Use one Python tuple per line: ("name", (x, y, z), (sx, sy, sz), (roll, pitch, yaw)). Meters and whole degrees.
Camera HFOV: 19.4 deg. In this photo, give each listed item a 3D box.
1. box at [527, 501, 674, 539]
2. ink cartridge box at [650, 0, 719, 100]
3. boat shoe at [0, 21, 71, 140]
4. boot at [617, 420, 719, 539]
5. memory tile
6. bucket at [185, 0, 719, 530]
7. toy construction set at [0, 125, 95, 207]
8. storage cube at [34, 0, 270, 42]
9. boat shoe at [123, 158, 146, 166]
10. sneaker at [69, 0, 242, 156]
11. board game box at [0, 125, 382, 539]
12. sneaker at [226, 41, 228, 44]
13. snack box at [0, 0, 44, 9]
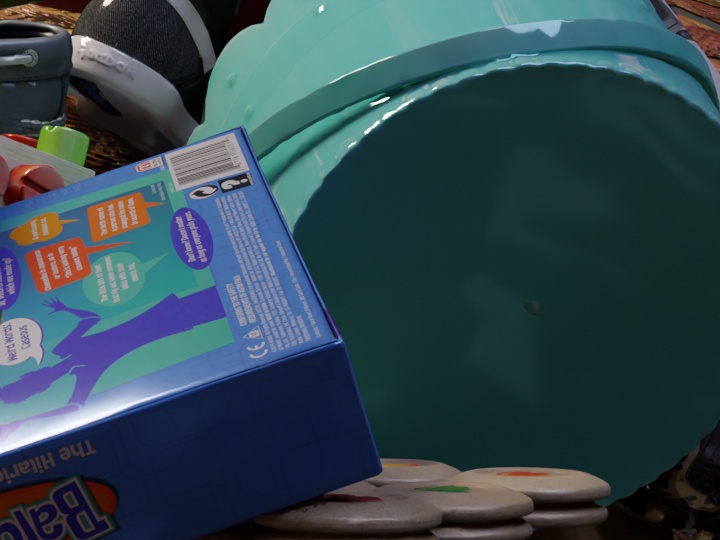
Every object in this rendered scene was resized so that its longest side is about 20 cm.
("box", (0.044, 0.093, 0.792), (0.163, 0.021, 0.200), (21, 19, -4))
("ink cartridge box", (0.087, -0.084, 1.036), (0.200, 0.145, 0.084), (56, 28, 13))
("boat shoe", (-0.213, -0.097, 0.848), (0.200, 0.062, 0.073), (17, 19, -17))
("boot", (0.176, 0.104, 0.794), (0.151, 0.073, 0.200), (31, 12, -16))
("memory tile", (-0.038, 0.066, 0.628), (0.200, 0.017, 0.153), (0, -1, 33))
("bucket", (0.043, -0.017, 0.752), (0.207, 0.207, 0.135), (16, 21, -20))
("toy construction set", (-0.124, -0.025, 0.700), (0.200, 0.092, 0.131), (38, -24, -34))
("storage cube", (-0.105, -0.237, 1.049), (0.180, 0.171, 0.200), (11, 60, 9))
("boat shoe", (-0.017, -0.020, 0.974), (0.200, 0.060, 0.074), (20, 20, -6))
("sneaker", (-0.081, -0.113, 0.986), (0.073, 0.112, 0.200), (26, -6, 1))
("board game box", (-0.108, 0.035, 0.577), (0.200, 0.045, 0.152), (-18, 27, -4))
("sneaker", (-0.068, -0.099, 1.115), (0.200, 0.074, 0.081), (49, -12, 22))
("snack box", (-0.257, -0.146, 0.933), (0.142, 0.053, 0.200), (-7, -7, 33))
